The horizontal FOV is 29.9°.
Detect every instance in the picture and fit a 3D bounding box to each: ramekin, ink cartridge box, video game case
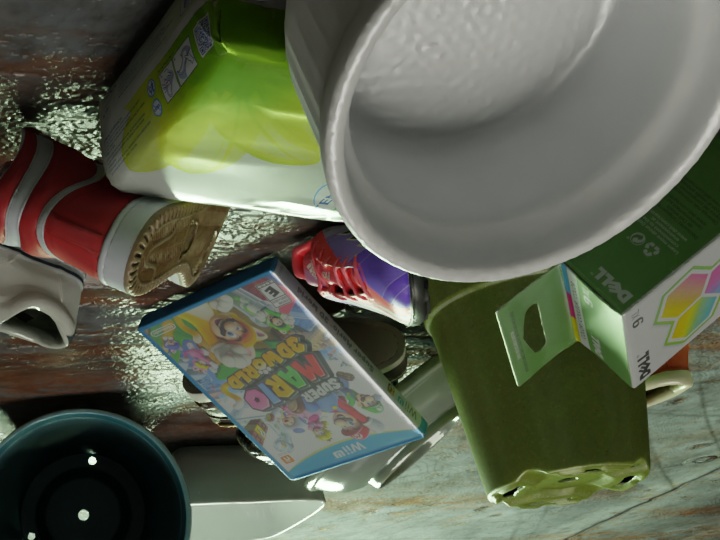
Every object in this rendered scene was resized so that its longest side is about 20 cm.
[{"bbox_3d":[0.063,-0.101,0.600,0.200,0.098,0.201,-15,135,-16],"label":"ramekin"},{"bbox_3d":[0.187,0.007,0.863,0.200,0.059,0.104,-38,147,-9],"label":"ink cartridge box"},{"bbox_3d":[-0.060,0.084,1.067,0.143,0.018,0.200,-23,122,31],"label":"video game case"}]

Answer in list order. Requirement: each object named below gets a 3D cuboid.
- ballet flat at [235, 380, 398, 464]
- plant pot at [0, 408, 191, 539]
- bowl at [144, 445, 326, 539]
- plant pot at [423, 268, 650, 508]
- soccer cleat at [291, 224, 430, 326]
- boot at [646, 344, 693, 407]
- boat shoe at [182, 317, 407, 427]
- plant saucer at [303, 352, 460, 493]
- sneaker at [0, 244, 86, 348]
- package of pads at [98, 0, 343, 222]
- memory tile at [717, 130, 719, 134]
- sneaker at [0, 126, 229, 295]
[{"bbox_3d":[-0.051,0.132,1.262,0.072,0.072,0.200,11,150,-39],"label":"ballet flat"},{"bbox_3d":[-0.267,0.239,1.292,0.200,0.200,0.188,-4,171,-11],"label":"plant pot"},{"bbox_3d":[-0.158,0.246,1.491,0.200,0.075,0.200,2,156,-26],"label":"bowl"},{"bbox_3d":[0.139,0.075,1.024,0.200,0.190,0.200,-7,158,-3],"label":"plant pot"},{"bbox_3d":[0.000,0.000,0.882,0.073,0.068,0.200,-3,-176,-8],"label":"soccer cleat"},{"bbox_3d":[0.203,0.085,1.186,0.075,0.107,0.200,10,153,-42],"label":"boot"},{"bbox_3d":[-0.049,0.090,1.130,0.200,0.072,0.060,-12,131,18],"label":"boat shoe"},{"bbox_3d":[0.039,0.145,1.214,0.200,0.050,0.200,-39,168,-10],"label":"plant saucer"},{"bbox_3d":[-0.253,0.004,0.862,0.073,0.071,0.200,-24,154,33],"label":"sneaker"},{"bbox_3d":[-0.024,-0.089,0.724,0.200,0.068,0.154,7,152,-31],"label":"package of pads"},{"bbox_3d":[0.300,-0.107,0.865,0.153,0.017,0.200,4,155,-28],"label":"memory tile"},{"bbox_3d":[-0.150,-0.037,0.805,0.112,0.071,0.200,22,-174,6],"label":"sneaker"}]
